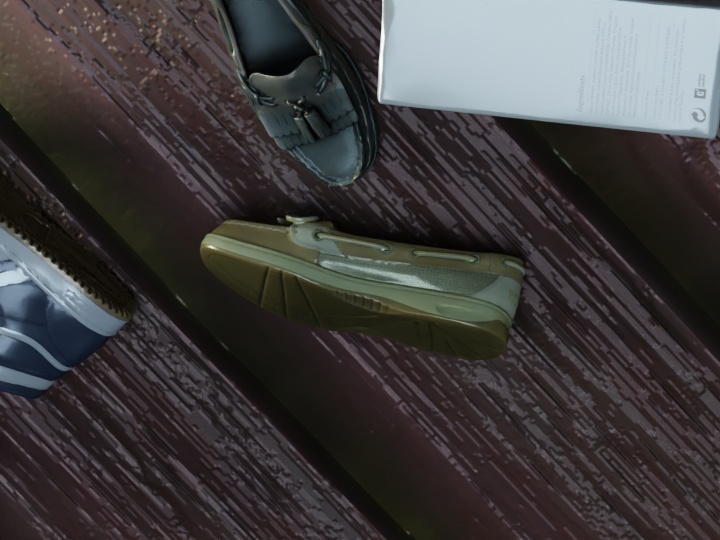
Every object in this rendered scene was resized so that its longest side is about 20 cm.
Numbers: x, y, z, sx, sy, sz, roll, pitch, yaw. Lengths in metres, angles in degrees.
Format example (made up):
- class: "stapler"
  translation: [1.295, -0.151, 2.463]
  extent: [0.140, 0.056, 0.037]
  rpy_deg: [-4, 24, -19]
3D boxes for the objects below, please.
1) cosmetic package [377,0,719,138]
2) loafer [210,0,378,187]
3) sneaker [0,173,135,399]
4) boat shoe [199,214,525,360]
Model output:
- class: "cosmetic package"
  translation: [0.114, -0.138, 1.424]
  extent: [0.198, 0.113, 0.082]
  rpy_deg: [7, 111, 5]
- class: "loafer"
  translation: [-0.054, -0.135, 1.478]
  extent: [0.071, 0.063, 0.201]
  rpy_deg: [-23, 104, 17]
- class: "sneaker"
  translation: [-0.250, -0.003, 1.556]
  extent: [0.200, 0.070, 0.109]
  rpy_deg: [42, 109, -9]
- class: "boat shoe"
  translation: [0.001, -0.001, 1.522]
  extent: [0.199, 0.064, 0.073]
  rpy_deg: [13, 156, 9]
